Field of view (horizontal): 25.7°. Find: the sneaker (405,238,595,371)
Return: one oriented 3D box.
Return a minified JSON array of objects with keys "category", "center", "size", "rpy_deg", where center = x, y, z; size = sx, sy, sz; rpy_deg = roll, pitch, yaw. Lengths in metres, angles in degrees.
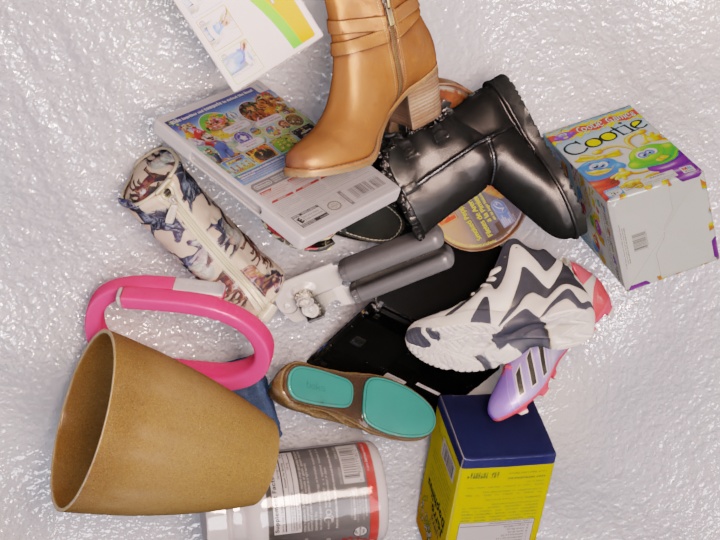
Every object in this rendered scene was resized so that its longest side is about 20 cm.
[{"category":"sneaker","center":[0.144,0.030,1.688],"size":[0.199,0.130,0.080],"rpy_deg":[-15,132,10]}]

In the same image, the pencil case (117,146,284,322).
[{"category":"pencil case","center":[-0.158,-0.031,1.604],"size":[0.078,0.089,0.200],"rpy_deg":[-38,119,6]}]

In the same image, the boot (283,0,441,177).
[{"category":"boot","center":[-0.007,-0.183,1.464],"size":[0.200,0.077,0.155],"rpy_deg":[-30,121,-27]}]

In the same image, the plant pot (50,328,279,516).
[{"category":"plant pot","center":[-0.191,0.175,1.605],"size":[0.200,0.186,0.187],"rpy_deg":[17,110,-21]}]

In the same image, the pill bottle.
[{"category":"pill bottle","center":[-0.076,0.255,1.748],"size":[0.200,0.116,0.116],"rpy_deg":[-5,117,-10]}]

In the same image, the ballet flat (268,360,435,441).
[{"category":"ballet flat","center":[-0.015,0.146,1.727],"size":[0.200,0.072,0.068],"rpy_deg":[14,72,-28]}]

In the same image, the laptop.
[{"category":"laptop","center":[0.070,0.051,1.744],"size":[0.177,0.103,0.200],"rpy_deg":[27,132,-23]}]

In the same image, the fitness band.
[{"category":"fitness band","center":[-0.188,0.068,1.627],"size":[0.200,0.037,0.144],"rpy_deg":[6,136,8]}]

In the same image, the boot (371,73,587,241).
[{"category":"boot","center":[0.115,-0.085,1.584],"size":[0.162,0.073,0.198],"rpy_deg":[-31,94,-8]}]

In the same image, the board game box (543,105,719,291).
[{"category":"board game box","center":[0.275,-0.079,1.622],"size":[0.103,0.200,0.105],"rpy_deg":[-19,118,-4]}]

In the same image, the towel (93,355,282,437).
[{"category":"towel","center":[-0.189,0.170,1.717],"size":[0.200,0.049,0.112],"rpy_deg":[-19,119,-4]}]

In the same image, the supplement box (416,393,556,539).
[{"category":"supplement box","center":[0.138,0.247,1.781],"size":[0.109,0.110,0.200],"rpy_deg":[-1,126,-13]}]

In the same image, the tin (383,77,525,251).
[{"category":"tin","center":[0.099,-0.110,1.651],"size":[0.112,0.042,0.200],"rpy_deg":[-35,116,-4]}]

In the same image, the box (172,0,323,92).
[{"category":"box","center":[-0.135,-0.286,1.471],"size":[0.101,0.113,0.200],"rpy_deg":[-32,117,2]}]

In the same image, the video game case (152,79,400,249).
[{"category":"video game case","center":[-0.080,-0.105,1.502],"size":[0.143,0.200,0.018],"rpy_deg":[-29,149,-43]}]

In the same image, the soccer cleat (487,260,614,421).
[{"category":"soccer cleat","center":[0.197,0.079,1.734],"size":[0.200,0.067,0.076],"rpy_deg":[-46,104,-15]}]

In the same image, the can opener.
[{"category":"can opener","center":[0.000,0.000,1.644],"size":[0.200,0.066,0.053],"rpy_deg":[-20,119,19]}]

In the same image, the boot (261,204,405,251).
[{"category":"boot","center":[-0.031,-0.055,1.585],"size":[0.203,0.154,0.074],"rpy_deg":[25,108,-24]}]
